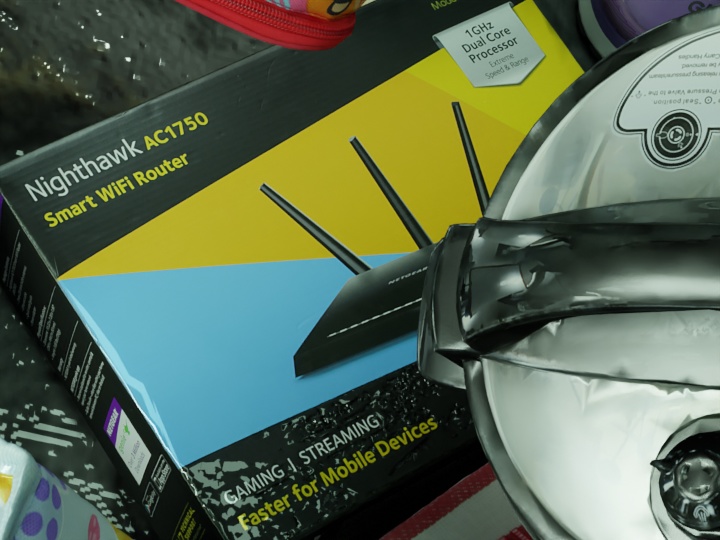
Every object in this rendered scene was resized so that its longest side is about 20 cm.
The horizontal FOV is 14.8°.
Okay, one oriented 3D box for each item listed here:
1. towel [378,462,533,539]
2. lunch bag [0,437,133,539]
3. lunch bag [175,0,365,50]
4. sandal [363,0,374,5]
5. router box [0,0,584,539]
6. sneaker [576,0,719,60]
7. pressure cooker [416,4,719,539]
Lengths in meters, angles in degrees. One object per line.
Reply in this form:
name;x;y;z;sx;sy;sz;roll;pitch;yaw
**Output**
towel;0.055;0.156;0.753;0.144;0.023;0.200;-31;69;-28
lunch bag;-0.123;0.144;0.666;0.127;0.170;0.201;22;75;27
lunch bag;-0.073;-0.166;0.869;0.175;0.082;0.200;23;27;-26
sandal;0.037;-0.181;0.976;0.077;0.070;0.212;38;58;5
router box;0.000;0.000;0.876;0.199;0.051;0.150;-26;71;-27
sneaker;0.177;-0.126;0.979;0.199;0.088;0.076;-24;71;-27
pressure cooker;0.125;0.023;0.744;0.176;0.200;0.179;-41;62;13
